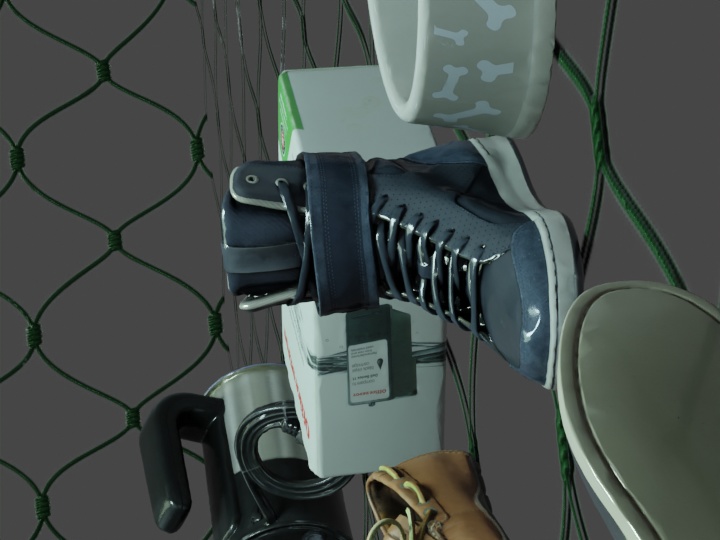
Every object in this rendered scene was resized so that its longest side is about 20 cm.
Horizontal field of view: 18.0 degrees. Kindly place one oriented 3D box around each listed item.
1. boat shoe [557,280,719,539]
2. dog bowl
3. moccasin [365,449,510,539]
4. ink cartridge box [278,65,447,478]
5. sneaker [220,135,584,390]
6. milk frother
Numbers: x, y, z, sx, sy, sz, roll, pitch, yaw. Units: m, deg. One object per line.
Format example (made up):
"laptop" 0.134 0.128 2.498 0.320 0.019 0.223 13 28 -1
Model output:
"boat shoe" 0.101 0.084 0.666 0.200 0.072 0.063 -110 19 -47
"dog bowl" 0.040 -0.157 1.029 0.200 0.058 0.201 174 90 -83
"moccasin" 0.039 0.151 1.160 0.202 0.077 0.074 -109 15 -61
"ink cartridge box" 0.000 0.000 1.341 0.147 0.083 0.201 -107 15 -56
"sneaker" 0.015 0.001 0.994 0.202 0.145 0.077 -116 23 -66
"milk frother" -0.062 0.143 1.845 0.200 0.180 0.189 -42 37 23
